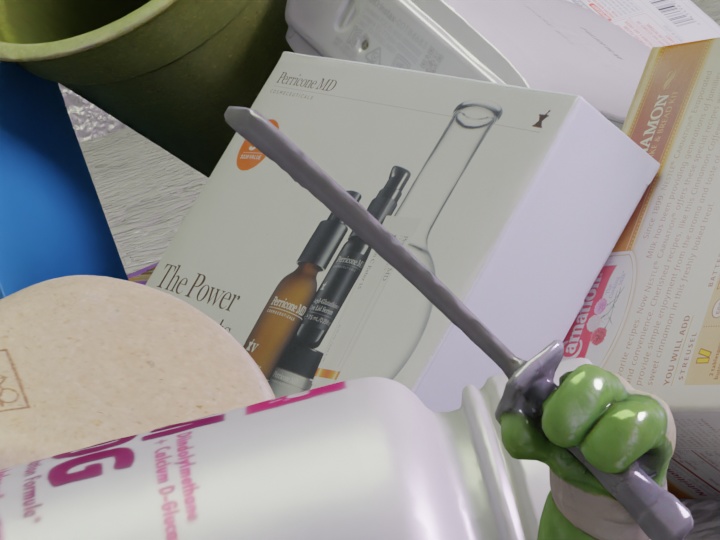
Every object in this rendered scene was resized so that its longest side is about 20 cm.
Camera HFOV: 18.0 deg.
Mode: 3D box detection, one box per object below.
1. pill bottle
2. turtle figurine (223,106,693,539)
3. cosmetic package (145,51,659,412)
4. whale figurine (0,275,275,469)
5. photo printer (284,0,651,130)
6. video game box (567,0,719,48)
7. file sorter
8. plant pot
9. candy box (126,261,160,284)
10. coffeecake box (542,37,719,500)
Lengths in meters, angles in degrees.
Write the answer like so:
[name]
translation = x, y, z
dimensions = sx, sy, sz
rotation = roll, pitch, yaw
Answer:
[pill bottle]
translation = -0.026, 0.092, 0.580
dimensions = 0.200, 0.114, 0.113
rotation = -14, 10, -1
[turtle figurine]
translation = 0.027, 0.093, 0.418
dimensions = 0.194, 0.200, 0.144
rotation = 8, 40, 46
[cosmetic package]
translation = 0.000, 0.000, 0.845
dimensions = 0.200, 0.052, 0.151
rotation = 15, 71, 56
[whale figurine]
translation = -0.124, 0.074, 0.751
dimensions = 0.200, 0.104, 0.159
rotation = -6, 43, -26
[photo printer]
translation = 0.084, -0.073, 1.007
dimensions = 0.200, 0.070, 0.166
rotation = 12, 25, -43
[video game box]
translation = 0.127, -0.073, 1.150
dimensions = 0.182, 0.047, 0.200
rotation = -16, 48, -30
[file sorter]
translation = -0.192, 0.015, 1.074
dimensions = 0.123, 0.200, 0.139
rotation = -16, 10, 16
[plant pot]
translation = -0.078, -0.134, 1.081
dimensions = 0.200, 0.200, 0.190
rotation = -14, -34, 22
[candy box]
translation = -0.012, 0.009, 1.179
dimensions = 0.200, 0.072, 0.168
rotation = -23, 13, -33
[coffeecake box]
translation = 0.167, -0.005, 0.750
dimensions = 0.200, 0.073, 0.154
rotation = -4, 57, 49
